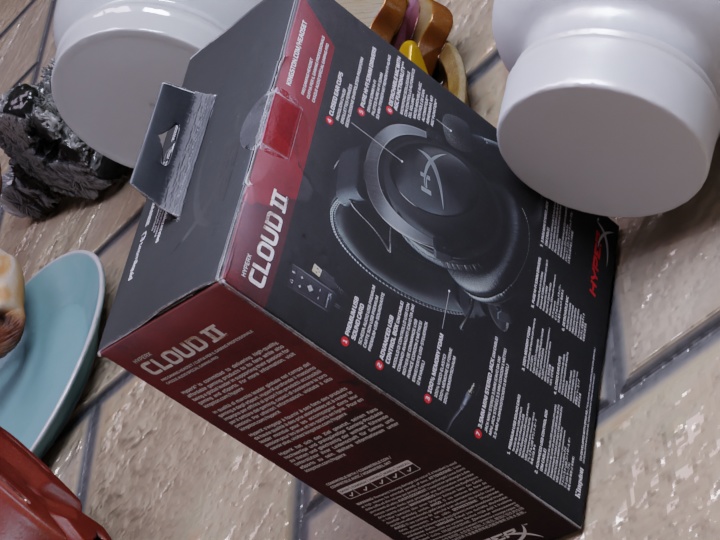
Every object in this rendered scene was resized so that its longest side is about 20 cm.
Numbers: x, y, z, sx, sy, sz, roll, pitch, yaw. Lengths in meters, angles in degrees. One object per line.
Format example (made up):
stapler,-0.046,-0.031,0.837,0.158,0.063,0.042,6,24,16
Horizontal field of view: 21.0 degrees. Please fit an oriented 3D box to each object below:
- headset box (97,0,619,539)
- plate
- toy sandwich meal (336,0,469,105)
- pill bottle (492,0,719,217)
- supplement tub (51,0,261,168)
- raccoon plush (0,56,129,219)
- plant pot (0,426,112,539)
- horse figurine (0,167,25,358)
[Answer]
headset box,0.000,0.000,0.732,0.077,0.200,0.149,-30,37,41
plate,-0.213,0.078,1.214,0.200,0.026,0.201,-41,30,30
toy sandwich meal,-0.021,-0.058,0.984,0.205,0.070,0.206,-41,30,29
pill bottle,0.115,-0.124,0.780,0.112,0.112,0.201,-24,41,48
supplement tub,-0.102,-0.172,1.173,0.145,0.145,0.201,-31,36,41
raccoon plush,-0.200,-0.125,1.361,0.200,0.097,0.134,-13,41,56
plant pot,-0.239,0.170,0.979,0.195,0.201,0.201,-48,26,-2
horse figurine,-0.268,-0.002,1.247,0.200,0.132,0.050,55,145,33
